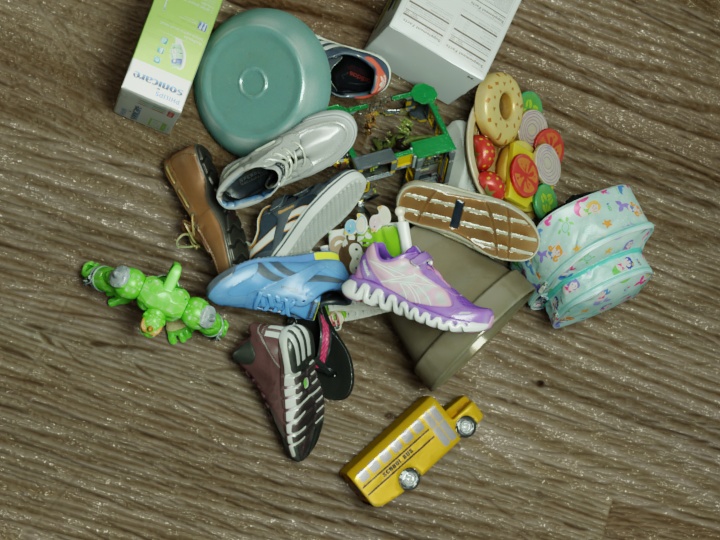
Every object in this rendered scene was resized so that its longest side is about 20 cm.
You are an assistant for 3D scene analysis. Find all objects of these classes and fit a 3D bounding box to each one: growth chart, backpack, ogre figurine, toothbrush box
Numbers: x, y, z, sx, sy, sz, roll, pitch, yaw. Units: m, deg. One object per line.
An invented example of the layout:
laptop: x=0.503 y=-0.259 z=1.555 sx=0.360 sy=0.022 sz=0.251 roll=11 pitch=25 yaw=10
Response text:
growth chart: x=0.000 y=0.000 z=1.646 sx=0.018 sy=0.199 sz=0.146 roll=-9 pitch=82 yaw=-48
backpack: x=0.310 y=-0.023 z=1.690 sx=0.176 sy=0.201 sz=0.151 roll=-20 pitch=65 yaw=-17
ogre figurine: x=-0.260 y=0.036 z=1.591 sx=0.200 sy=0.120 sz=0.098 roll=44 pitch=76 yaw=-7
toothbrush box: x=-0.246 y=-0.297 z=1.611 sx=0.085 sy=0.146 sz=0.202 roll=22 pitch=79 yaw=-13

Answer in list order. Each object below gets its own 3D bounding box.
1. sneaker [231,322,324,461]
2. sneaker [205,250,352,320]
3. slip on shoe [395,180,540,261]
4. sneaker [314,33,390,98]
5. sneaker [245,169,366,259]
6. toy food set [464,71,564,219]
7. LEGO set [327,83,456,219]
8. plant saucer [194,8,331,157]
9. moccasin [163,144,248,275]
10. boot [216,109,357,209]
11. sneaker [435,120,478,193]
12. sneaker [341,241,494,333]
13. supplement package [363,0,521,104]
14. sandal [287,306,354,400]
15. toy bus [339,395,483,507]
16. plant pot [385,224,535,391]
sneaker: x=-0.114 y=0.153 z=1.652 sx=0.076 sy=0.115 sz=0.202 roll=-34 pitch=129 yaw=-50
sneaker: x=-0.099 y=0.028 z=1.594 sx=0.198 sy=0.066 sz=0.079 roll=-8 pitch=61 yaw=-29
slip on shoe: x=0.142 y=-0.069 z=1.636 sx=0.198 sy=0.061 sz=0.077 roll=15 pitch=103 yaw=-2
sneaker: x=-0.058 y=-0.277 z=1.668 sx=0.198 sy=0.085 sz=0.076 roll=9 pitch=110 yaw=4
sneaker: x=-0.081 y=-0.073 z=1.637 sx=0.200 sy=0.078 sz=0.080 roll=-46 pitch=66 yaw=15
toy food set: x=0.219 y=-0.167 z=1.740 sx=0.197 sy=0.048 sz=0.202 roll=23 pitch=66 yaw=-41
LEGO set: x=0.038 y=-0.160 z=1.715 sx=0.198 sy=0.116 sz=0.154 roll=-23 pitch=62 yaw=-20
plant saucer: x=-0.137 y=-0.248 z=1.639 sx=0.198 sy=0.036 sz=0.202 roll=1 pitch=94 yaw=17
moccasin: x=-0.207 y=-0.064 z=1.639 sx=0.077 sy=0.074 sz=0.203 roll=-25 pitch=89 yaw=16
boot: x=-0.094 y=-0.135 z=1.585 sx=0.199 sy=0.096 sz=0.074 roll=-28 pitch=108 yaw=11
sneaker: x=0.164 y=-0.113 z=1.755 sx=0.088 sy=0.075 sz=0.202 roll=-9 pitch=93 yaw=-28
sneaker: x=0.076 y=0.018 z=1.539 sx=0.198 sy=0.080 sz=0.089 roll=19 pitch=92 yaw=20
supplement package: x=0.124 y=-0.367 z=1.715 sx=0.150 sy=0.152 sz=0.201 roll=28 pitch=79 yaw=-11
sandal: x=-0.068 y=0.083 z=1.664 sx=0.075 sy=0.045 sz=0.202 roll=-22 pitch=85 yaw=21
toy bus: x=0.072 y=0.239 z=1.693 sx=0.200 sy=0.065 sz=0.078 roll=-41 pitch=94 yaw=-14
plant pot: x=0.107 y=0.033 z=1.670 sx=0.200 sy=0.200 sz=0.174 roll=-42 pitch=81 yaw=-15
